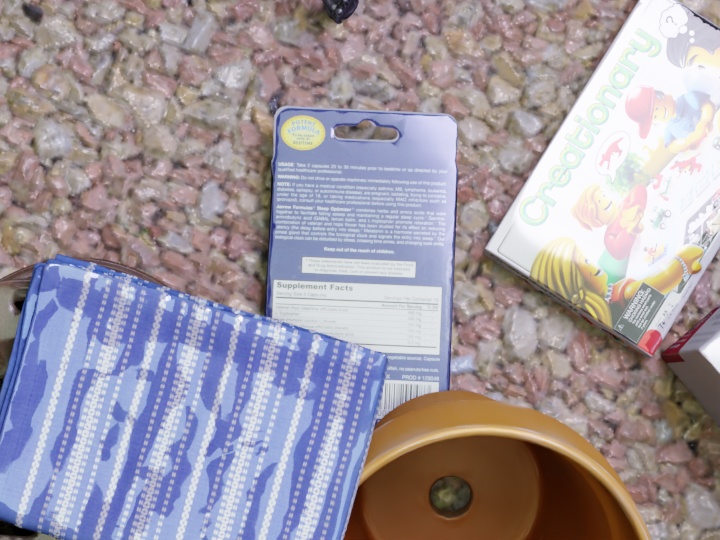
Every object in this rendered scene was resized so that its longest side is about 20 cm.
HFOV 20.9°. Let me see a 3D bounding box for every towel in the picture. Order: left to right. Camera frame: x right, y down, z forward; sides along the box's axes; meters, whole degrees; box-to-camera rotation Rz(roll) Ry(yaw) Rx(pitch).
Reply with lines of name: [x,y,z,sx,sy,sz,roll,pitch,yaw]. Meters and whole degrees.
towel: [-0.096,0.085,1.027,0.198,0.024,0.146,16,87,7]

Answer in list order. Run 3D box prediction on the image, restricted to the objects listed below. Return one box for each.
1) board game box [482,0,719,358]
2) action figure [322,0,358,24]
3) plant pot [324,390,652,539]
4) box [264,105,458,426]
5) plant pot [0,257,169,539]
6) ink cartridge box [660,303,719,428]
board game box: [0.182,-0.063,1.236,0.126,0.035,0.201,32,87,3]
action figure: [-0.070,-0.246,1.216,0.199,0.102,0.119,34,73,2]
plant pot: [0.061,0.157,1.135,0.198,0.183,0.202,0,104,-2]
box: [0.000,0.000,1.233,0.120,0.032,0.202,3,89,0]
plant pot: [-0.182,0.085,1.148,0.198,0.198,0.202,0,86,1]
ink cartridge box: [0.309,0.039,1.174,0.200,0.145,0.145,-40,87,-3]
